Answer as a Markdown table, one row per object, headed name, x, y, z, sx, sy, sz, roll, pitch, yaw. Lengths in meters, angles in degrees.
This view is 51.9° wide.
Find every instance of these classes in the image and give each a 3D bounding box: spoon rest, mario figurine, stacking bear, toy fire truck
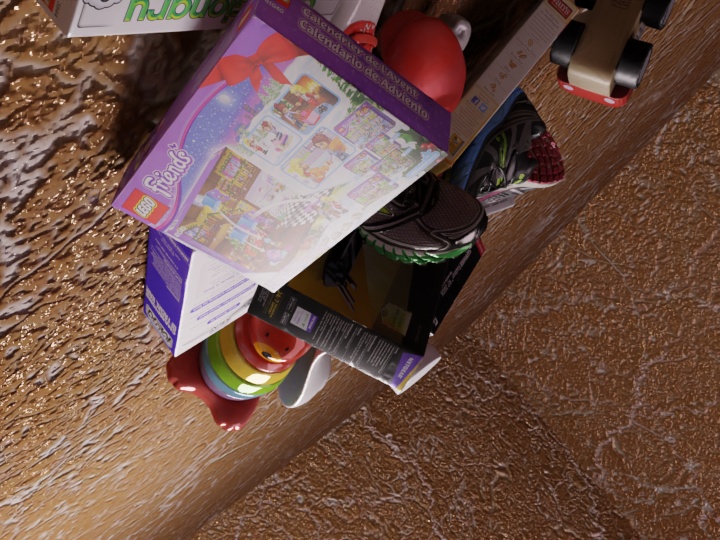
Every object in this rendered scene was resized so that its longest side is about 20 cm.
| name | x | y | z | sx | sy | sz | roll | pitch | yaw |
| --- | --- | --- | --- | --- | --- | --- | --- | --- | --- |
| spoon rest | -0.045 | 0.097 | 0.848 | 0.060 | 0.101 | 0.199 | 21 | 149 | -31 |
| mario figurine | 0.027 | -0.166 | 0.654 | 0.200 | 0.104 | 0.125 | 132 | -24 | -71 |
| stacking bear | -0.117 | 0.085 | 0.841 | 0.199 | 0.121 | 0.114 | -37 | -166 | 46 |
| toy fire truck | 0.278 | -0.270 | 0.831 | 0.178 | 0.127 | 0.200 | -67 | 159 | 0 |

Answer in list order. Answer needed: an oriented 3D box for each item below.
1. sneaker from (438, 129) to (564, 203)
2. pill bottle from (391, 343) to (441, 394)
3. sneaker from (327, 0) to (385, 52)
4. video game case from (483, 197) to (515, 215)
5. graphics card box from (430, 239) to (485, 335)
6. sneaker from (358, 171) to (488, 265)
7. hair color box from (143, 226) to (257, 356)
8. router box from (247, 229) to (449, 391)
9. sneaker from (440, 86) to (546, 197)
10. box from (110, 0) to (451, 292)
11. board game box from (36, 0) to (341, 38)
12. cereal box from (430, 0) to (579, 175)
| name | x | y | z | sx | sy | sz | roll | pitch | yaw |
| --- | --- | --- | --- | --- | --- | --- | --- | --- | --- |
| sneaker | 0.160 | -0.121 | 0.880 | 0.197 | 0.082 | 0.075 | -12 | 168 | -28 |
| pill bottle | 0.024 | 0.076 | 1.091 | 0.112 | 0.201 | 0.113 | -37 | 166 | -11 |
| sneaker | -0.015 | -0.125 | 0.538 | 0.202 | 0.108 | 0.067 | -47 | 165 | 26 |
| video game case | 0.073 | -0.058 | 0.966 | 0.198 | 0.024 | 0.181 | -12 | -174 | 45 |
| graphics card box | 0.066 | 0.018 | 0.918 | 0.124 | 0.051 | 0.200 | -17 | -160 | 35 |
| sneaker | 0.011 | -0.071 | 0.608 | 0.086 | 0.197 | 0.079 | 93 | 22 | -59 |
| hair color box | -0.133 | -0.011 | 0.672 | 0.109 | 0.065 | 0.201 | -33 | 163 | -32 |
| router box | 0.000 | 0.000 | 0.713 | 0.053 | 0.155 | 0.201 | -61 | -176 | 37 |
| sneaker | 0.144 | -0.115 | 0.786 | 0.200 | 0.082 | 0.071 | -53 | -172 | -30 |
| box | -0.057 | -0.070 | 0.474 | 0.199 | 0.136 | 0.040 | -35 | -145 | 43 |
| board game box | -0.058 | -0.186 | 0.382 | 0.199 | 0.035 | 0.127 | -26 | 161 | -48 |
| cereal box | 0.122 | -0.178 | 0.749 | 0.201 | 0.039 | 0.144 | -50 | -175 | -6 |
